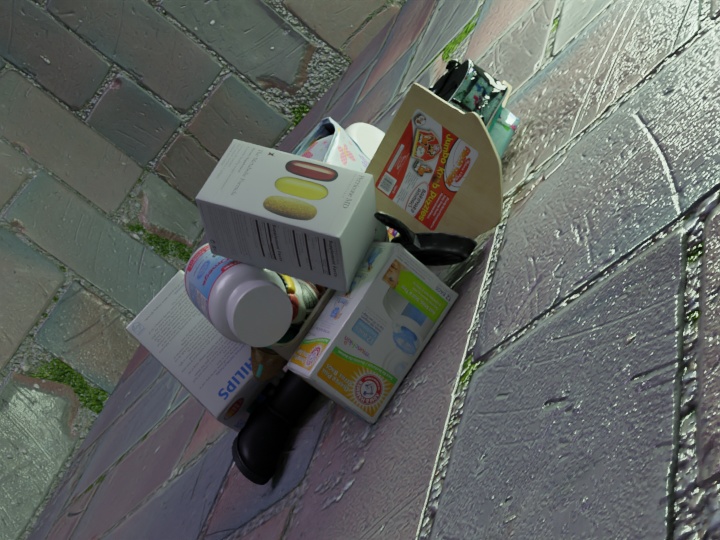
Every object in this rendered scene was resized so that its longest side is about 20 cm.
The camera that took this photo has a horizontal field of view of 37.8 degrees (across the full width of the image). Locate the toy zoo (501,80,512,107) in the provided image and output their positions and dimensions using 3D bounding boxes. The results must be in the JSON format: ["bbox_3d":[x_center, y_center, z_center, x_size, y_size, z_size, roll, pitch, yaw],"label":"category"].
[{"bbox_3d":[0.168,-0.218,1.746,0.200,0.020,0.132,-39,20,48],"label":"toy zoo"}]

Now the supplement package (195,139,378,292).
[{"bbox_3d":[-0.089,-0.070,1.334,0.110,0.198,0.114,82,-152,-52],"label":"supplement package"}]

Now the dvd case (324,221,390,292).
[{"bbox_3d":[0.000,0.000,1.535,0.147,0.022,0.201,-58,-21,-22],"label":"dvd case"}]

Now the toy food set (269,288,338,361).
[{"bbox_3d":[-0.023,0.055,1.436,0.060,0.143,0.201,25,77,45],"label":"toy food set"}]

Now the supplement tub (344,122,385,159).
[{"bbox_3d":[-0.023,-0.163,1.986,0.200,0.145,0.146,-45,16,32],"label":"supplement tub"}]

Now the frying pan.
[{"bbox_3d":[0.088,-0.037,1.333,0.190,0.113,0.031,47,-136,-74],"label":"frying pan"}]

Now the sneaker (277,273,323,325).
[{"bbox_3d":[-0.101,0.022,1.513,0.078,0.081,0.201,-64,28,23],"label":"sneaker"}]

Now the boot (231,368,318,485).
[{"bbox_3d":[-0.106,0.201,1.532,0.163,0.073,0.199,-49,10,19],"label":"boot"}]

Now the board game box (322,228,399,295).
[{"bbox_3d":[-0.020,0.010,1.759,0.201,0.046,0.151,-60,15,-25],"label":"board game box"}]

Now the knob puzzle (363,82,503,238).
[{"bbox_3d":[0.110,-0.122,1.399,0.220,0.220,0.030,-46,-15,27],"label":"knob puzzle"}]

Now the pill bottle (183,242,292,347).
[{"bbox_3d":[-0.163,0.033,1.414,0.109,0.108,0.200,-54,28,-3],"label":"pill bottle"}]

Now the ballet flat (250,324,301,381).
[{"bbox_3d":[-0.105,0.104,1.492,0.200,0.067,0.073,-47,-22,-66],"label":"ballet flat"}]

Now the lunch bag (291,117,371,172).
[{"bbox_3d":[-0.037,-0.121,1.685,0.126,0.170,0.202,-16,42,41],"label":"lunch bag"}]

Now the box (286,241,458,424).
[{"bbox_3d":[0.014,0.077,1.339,0.201,0.112,0.101,-55,19,-9],"label":"box"}]

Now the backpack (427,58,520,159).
[{"bbox_3d":[0.124,-0.179,1.522,0.201,0.150,0.177,-53,5,-34],"label":"backpack"}]

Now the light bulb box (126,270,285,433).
[{"bbox_3d":[-0.228,0.131,1.623,0.125,0.200,0.198,-47,-14,-8],"label":"light bulb box"}]
